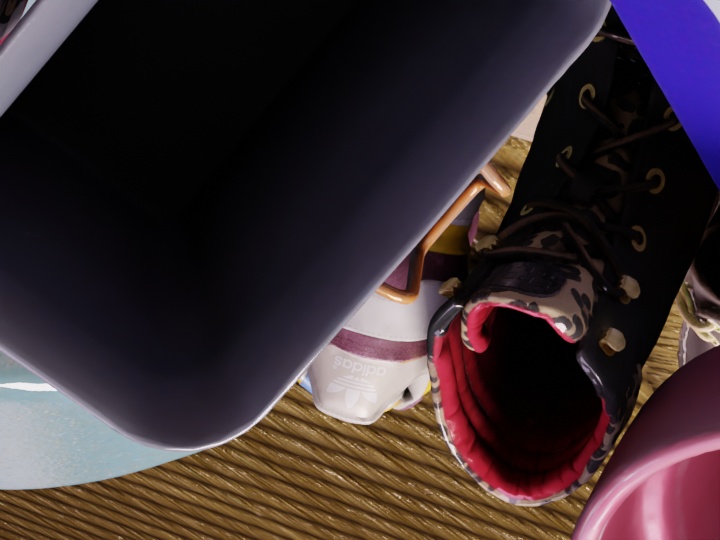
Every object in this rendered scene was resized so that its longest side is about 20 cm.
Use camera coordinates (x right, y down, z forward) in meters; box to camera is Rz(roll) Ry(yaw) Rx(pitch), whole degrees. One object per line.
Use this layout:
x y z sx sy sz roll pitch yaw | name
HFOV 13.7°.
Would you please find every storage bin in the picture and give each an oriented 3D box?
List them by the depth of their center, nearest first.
-0.028 -0.065 0.874 0.145 0.200 0.134 37 -166 -18 | storage bin

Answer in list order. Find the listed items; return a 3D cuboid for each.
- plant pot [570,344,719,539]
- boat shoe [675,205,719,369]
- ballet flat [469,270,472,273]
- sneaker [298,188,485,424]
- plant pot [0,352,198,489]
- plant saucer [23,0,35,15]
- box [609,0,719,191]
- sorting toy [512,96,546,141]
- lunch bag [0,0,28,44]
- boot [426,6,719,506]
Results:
0.187 0.072 0.936 0.200 0.179 0.200 18 134 20 | plant pot
0.145 -0.005 1.068 0.059 0.072 0.200 -9 154 -19 | boat shoe
0.085 0.028 1.360 0.074 0.074 0.200 26 164 -11 | ballet flat
0.000 0.000 1.013 0.075 0.090 0.200 16 -175 2 | sneaker
-0.143 -0.013 1.232 0.200 0.196 0.196 12 163 3 | plant pot
-0.047 -0.081 1.041 0.200 0.027 0.200 3 163 1 | plant saucer
0.186 -0.072 0.815 0.200 0.105 0.184 15 162 28 | box
0.066 -0.088 1.076 0.200 0.037 0.185 14 163 16 | sorting toy
-0.173 -0.161 0.902 0.176 0.082 0.200 25 123 10 | lunch bag
0.076 -0.034 0.926 0.073 0.151 0.200 20 141 10 | boot
